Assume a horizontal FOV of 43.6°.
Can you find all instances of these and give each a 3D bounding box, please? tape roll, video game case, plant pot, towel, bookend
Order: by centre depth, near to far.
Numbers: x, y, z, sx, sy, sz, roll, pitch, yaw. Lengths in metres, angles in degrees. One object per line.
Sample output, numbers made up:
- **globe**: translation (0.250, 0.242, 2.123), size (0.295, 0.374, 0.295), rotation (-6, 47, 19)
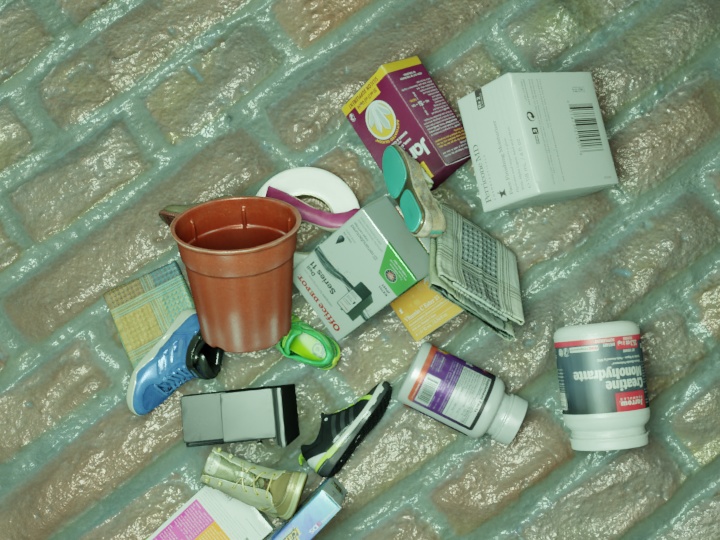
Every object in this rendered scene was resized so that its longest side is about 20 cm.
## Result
- **plant pot**: translation (-0.188, 0.011, 1.423), size (0.200, 0.201, 0.196), rotation (-1, 119, 2)
- **video game case**: translation (-0.110, 0.424, 1.450), size (0.045, 0.181, 0.200), rotation (45, 87, 4)
- **towel**: translation (0.189, -0.003, 1.458), size (0.192, 0.035, 0.200), rotation (33, 41, -26)
- **bookend**: translation (-0.209, 0.241, 1.462), size (0.198, 0.200, 0.092), rotation (-6, 84, 1)
- **tape roll**: translation (-0.094, -0.079, 1.568), size (0.202, 0.037, 0.203), rotation (0, 85, 1)
- **towel**: translation (-0.347, 0.103, 1.569), size (0.146, 0.022, 0.200), rotation (-24, 83, -1)

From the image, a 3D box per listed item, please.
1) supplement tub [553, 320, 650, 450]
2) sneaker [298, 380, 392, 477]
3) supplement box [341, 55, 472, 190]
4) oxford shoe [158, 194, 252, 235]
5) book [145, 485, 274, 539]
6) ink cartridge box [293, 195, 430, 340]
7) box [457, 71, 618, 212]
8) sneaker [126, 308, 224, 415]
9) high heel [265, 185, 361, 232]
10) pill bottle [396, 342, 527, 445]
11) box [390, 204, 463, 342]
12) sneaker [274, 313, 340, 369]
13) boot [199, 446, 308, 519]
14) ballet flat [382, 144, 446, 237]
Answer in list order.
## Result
- **supplement tub**: translation (0.397, 0.187, 1.475), size (0.140, 0.140, 0.201), rotation (-6, 84, 1)
- **sneaker**: translation (-0.030, 0.254, 1.518), size (0.083, 0.072, 0.200), rotation (36, 79, 21)
- **supplement box**: translation (0.082, -0.237, 1.516), size (0.103, 0.131, 0.200), rotation (-27, 81, -44)
- **oxford shoe**: translation (-0.254, -0.093, 1.555), size (0.200, 0.070, 0.075), rotation (11, 63, 20)
- **book**: translation (-0.264, 0.453, 1.522), size (0.200, 0.048, 0.134), rotation (-41, 84, -4)
- **ink cartridge box**: translation (0.000, 0.000, 1.450), size (0.200, 0.083, 0.147), rotation (-40, 86, 35)
- **box**: translation (0.291, -0.211, 1.476), size (0.200, 0.131, 0.199), rotation (-10, 84, -35)
- **sneaker**: translation (-0.297, 0.165, 1.488), size (0.111, 0.077, 0.200), rotation (23, 72, 38)
- **high heel**: translation (-0.061, -0.108, 1.521), size (0.200, 0.067, 0.096), rotation (-8, 85, 7)
- **pill bottle**: translation (0.170, 0.210, 1.496), size (0.200, 0.111, 0.112), rotation (26, 86, 4)
- **box**: translation (0.099, -0.004, 1.499), size (0.124, 0.097, 0.200), rotation (-39, 83, 35)
- **sneaker**: translation (-0.126, 0.104, 1.529), size (0.200, 0.084, 0.074), rotation (24, 86, 5)
- **boot**: translation (-0.174, 0.333, 1.432), size (0.154, 0.200, 0.072), rotation (28, 64, -9)
- **ballet flat**: translation (0.088, -0.122, 1.430), size (0.067, 0.068, 0.200), rotation (9, 45, -27)
